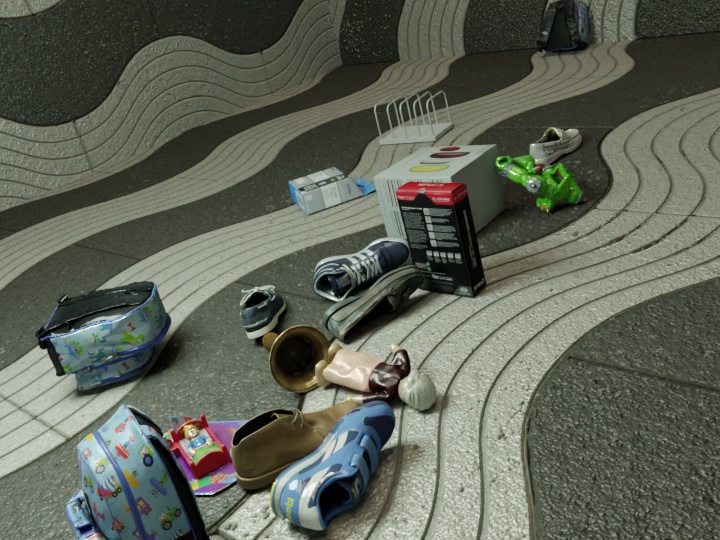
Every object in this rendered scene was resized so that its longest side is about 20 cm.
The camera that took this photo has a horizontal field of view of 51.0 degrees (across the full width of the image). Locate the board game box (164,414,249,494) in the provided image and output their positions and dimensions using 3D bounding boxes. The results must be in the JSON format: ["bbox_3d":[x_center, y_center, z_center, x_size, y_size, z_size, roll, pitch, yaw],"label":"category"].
[{"bbox_3d":[-0.234,0.248,1.067,0.199,0.039,0.158,-7,25,19],"label":"board game box"}]

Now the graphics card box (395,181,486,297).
[{"bbox_3d":[0.141,-0.056,1.321,0.125,0.201,0.051,7,31,42],"label":"graphics card box"}]

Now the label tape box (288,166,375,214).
[{"bbox_3d":[-0.074,-0.222,1.983,0.199,0.066,0.143,-22,24,-12],"label":"label tape box"}]

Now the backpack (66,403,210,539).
[{"bbox_3d":[-0.257,0.263,0.850,0.134,0.201,0.182,-25,26,-23],"label":"backpack"}]

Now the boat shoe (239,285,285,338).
[{"bbox_3d":[-0.188,0.064,1.409,0.074,0.062,0.200,-18,16,10],"label":"boat shoe"}]

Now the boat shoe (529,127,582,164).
[{"bbox_3d":[0.485,-0.321,1.868,0.071,0.070,0.200,7,31,44],"label":"boat shoe"}]

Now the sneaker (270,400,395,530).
[{"bbox_3d":[-0.015,0.241,0.923,0.082,0.074,0.200,14,44,44],"label":"sneaker"}]

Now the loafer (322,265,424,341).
[{"bbox_3d":[0.033,0.063,1.308,0.199,0.072,0.063,-29,46,-14],"label":"loafer"}]

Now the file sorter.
[{"bbox_3d":[0.162,-0.473,2.327,0.199,0.125,0.139,3,29,34],"label":"file sorter"}]

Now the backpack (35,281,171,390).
[{"bbox_3d":[-0.445,0.110,1.362,0.199,0.148,0.183,-18,22,1],"label":"backpack"}]

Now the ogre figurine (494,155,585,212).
[{"bbox_3d":[0.385,-0.187,1.576,0.098,0.199,0.120,-49,34,16],"label":"ogre figurine"}]

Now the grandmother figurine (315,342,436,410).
[{"bbox_3d":[0.029,0.156,1.105,0.199,0.061,0.122,13,63,42],"label":"grandmother figurine"}]

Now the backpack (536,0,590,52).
[{"bbox_3d":[0.799,-0.946,2.917,0.199,0.192,0.154,8,16,41],"label":"backpack"}]

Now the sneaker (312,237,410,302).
[{"bbox_3d":[0.000,0.000,1.439,0.199,0.070,0.109,-17,18,14],"label":"sneaker"}]

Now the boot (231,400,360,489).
[{"bbox_3d":[-0.080,0.213,1.011,0.199,0.076,0.073,-23,22,-27],"label":"boot"}]

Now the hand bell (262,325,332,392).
[{"bbox_3d":[-0.129,0.127,1.244,0.104,0.105,0.200,-24,14,-20],"label":"hand bell"}]

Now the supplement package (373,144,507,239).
[{"bbox_3d":[0.174,-0.168,1.616,0.199,0.148,0.191,6,31,40],"label":"supplement package"}]
